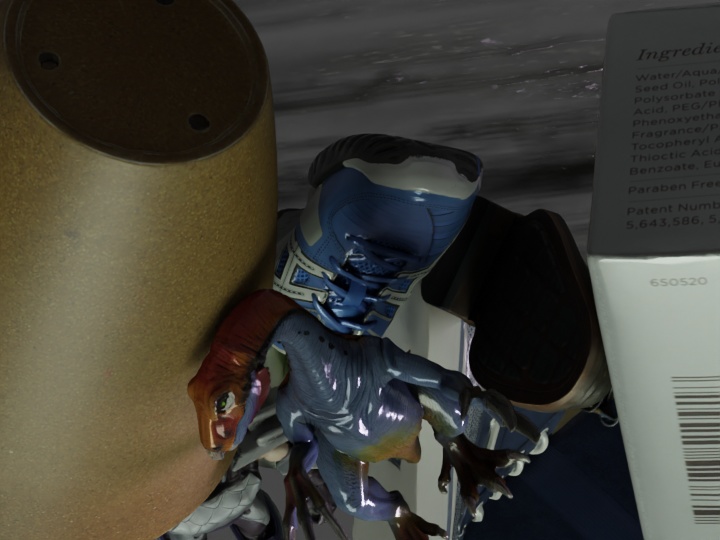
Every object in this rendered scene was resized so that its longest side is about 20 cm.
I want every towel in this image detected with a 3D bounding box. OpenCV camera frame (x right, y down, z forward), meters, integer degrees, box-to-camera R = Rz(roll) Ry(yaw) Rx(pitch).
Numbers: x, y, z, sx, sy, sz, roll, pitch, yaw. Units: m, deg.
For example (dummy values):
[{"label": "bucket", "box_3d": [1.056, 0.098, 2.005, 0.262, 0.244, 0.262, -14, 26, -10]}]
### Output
[{"label": "towel", "box_3d": [0.127, 0.128, 1.000, 0.200, 0.112, 0.049, -38, 144, -11]}]

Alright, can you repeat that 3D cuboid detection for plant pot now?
[{"label": "plant pot", "box_3d": [-0.103, -0.018, 0.727, 0.185, 0.187, 0.200, 10, 143, -17]}]

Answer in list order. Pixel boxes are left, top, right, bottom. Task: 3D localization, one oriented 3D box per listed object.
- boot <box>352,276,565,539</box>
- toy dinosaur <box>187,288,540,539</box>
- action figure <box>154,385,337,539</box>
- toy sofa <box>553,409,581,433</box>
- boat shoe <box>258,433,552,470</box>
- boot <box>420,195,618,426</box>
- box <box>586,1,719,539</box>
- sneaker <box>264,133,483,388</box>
[{"label": "boot", "box_3d": [0.055, 0.093, 0.945, 0.090, 0.201, 0.073, -3, -157, -25]}, {"label": "toy dinosaur", "box_3d": [-0.014, 0.058, 0.767, 0.182, 0.105, 0.200, 49, 175, -35]}, {"label": "action figure", "box_3d": [-0.067, 0.115, 0.928, 0.129, 0.070, 0.200, -18, 161, -4]}, {"label": "toy sofa", "box_3d": [0.134, 0.120, 1.149, 0.097, 0.083, 0.199, 21, 153, -36]}, {"label": "boat shoe", "box_3d": [0.017, 0.072, 1.008, 0.199, 0.075, 0.062, 14, 153, -21]}, {"label": "boot", "box_3d": [0.095, 0.023, 0.809, 0.097, 0.075, 0.200, 25, -170, -16]}, {"label": "box", "box_3d": [0.194, 0.013, 0.701, 0.199, 0.131, 0.200, -3, 135, 15]}, {"label": "sneaker", "box_3d": [0.000, 0.000, 0.861, 0.075, 0.077, 0.200, 11, 157, -15]}]
